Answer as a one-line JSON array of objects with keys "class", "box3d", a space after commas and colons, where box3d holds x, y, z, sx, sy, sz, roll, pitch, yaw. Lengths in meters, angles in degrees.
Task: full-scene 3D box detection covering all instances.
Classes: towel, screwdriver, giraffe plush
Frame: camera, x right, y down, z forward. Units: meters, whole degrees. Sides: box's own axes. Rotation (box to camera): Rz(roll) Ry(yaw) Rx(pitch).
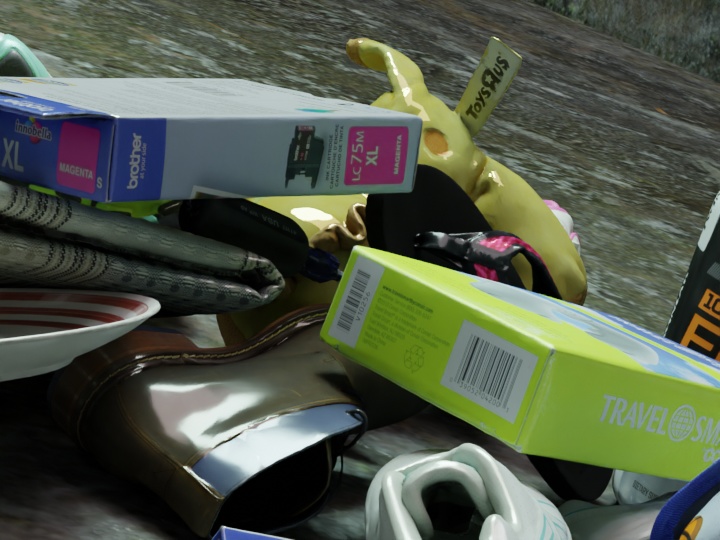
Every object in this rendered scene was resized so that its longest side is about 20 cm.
[{"class": "towel", "box3d": [-0.160, -0.011, 1.037, 0.200, 0.035, 0.192, 12, -9, -28]}, {"class": "screwdriver", "box3d": [-0.002, 0.006, 1.085, 0.200, 0.028, 0.029, 25, 11, -42]}, {"class": "giraffe plush", "box3d": [0.000, 0.000, 1.166, 0.172, 0.200, 0.162, 30, 45, 25]}]

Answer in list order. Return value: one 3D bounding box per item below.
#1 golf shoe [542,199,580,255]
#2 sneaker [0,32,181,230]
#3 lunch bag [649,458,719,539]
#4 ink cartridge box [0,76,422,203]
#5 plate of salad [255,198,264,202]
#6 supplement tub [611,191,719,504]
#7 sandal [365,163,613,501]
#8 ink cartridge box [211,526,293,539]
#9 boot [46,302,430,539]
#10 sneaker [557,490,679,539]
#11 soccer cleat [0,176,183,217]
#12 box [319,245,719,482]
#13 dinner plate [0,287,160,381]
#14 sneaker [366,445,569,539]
[{"class": "golf shoe", "box3d": [0.088, 0.012, 1.348, 0.075, 0.092, 0.200, 18, 13, -10]}, {"class": "sneaker", "box3d": [-0.168, -0.057, 1.240, 0.200, 0.078, 0.140, 36, -9, -13]}, {"class": "lunch bag", "box3d": [0.197, 0.094, 0.880, 0.124, 0.170, 0.200, 55, 2, 13]}, {"class": "ink cartridge box", "box3d": [-0.086, -0.056, 1.012, 0.200, 0.042, 0.119, -1, 11, -45]}, {"class": "plate of salad", "box3d": [-0.046, -0.028, 1.418, 0.200, 0.048, 0.200, 18, 13, -4]}, {"class": "supplement tub", "box3d": [0.204, 0.037, 1.147, 0.122, 0.200, 0.123, 17, 12, -4]}, {"class": "sandal", "box3d": [0.071, 0.024, 1.108, 0.045, 0.075, 0.200, -13, -53, 41]}, {"class": "ink cartridge box", "box3d": [0.044, 0.141, 0.710, 0.200, 0.044, 0.094, 14, 49, -22]}, {"class": "boot", "box3d": [-0.023, 0.069, 0.999, 0.200, 0.075, 0.097, -5, 35, -41]}, {"class": "sneaker", "box3d": [0.164, 0.122, 1.024, 0.200, 0.071, 0.080, 12, 11, -29]}, {"class": "soccer cleat", "box3d": [-0.163, -0.062, 1.128, 0.200, 0.065, 0.084, -1, 27, -28]}, {"class": "box", "box3d": [0.094, 0.046, 1.013, 0.200, 0.048, 0.122, 14, 9, -46]}, {"class": "dinner plate", "box3d": [-0.174, 0.027, 0.920, 0.200, 0.024, 0.200, -3, 4, 0]}, {"class": "sneaker", "box3d": [0.038, 0.092, 0.862, 0.070, 0.080, 0.200, -27, 17, -4]}]
